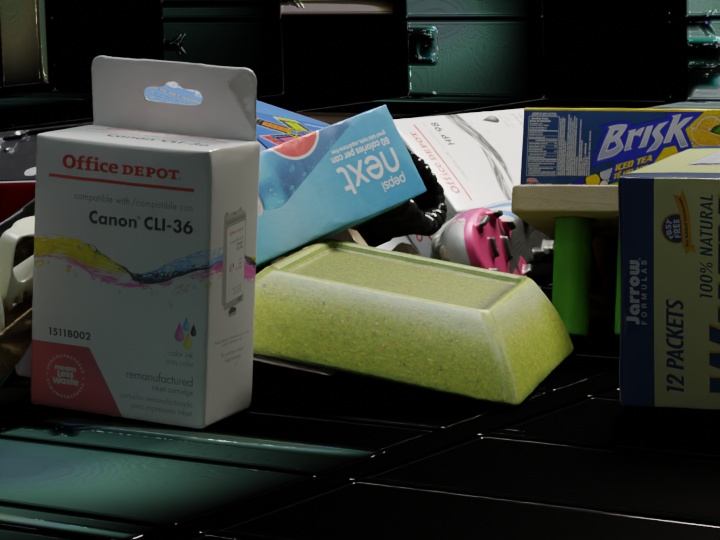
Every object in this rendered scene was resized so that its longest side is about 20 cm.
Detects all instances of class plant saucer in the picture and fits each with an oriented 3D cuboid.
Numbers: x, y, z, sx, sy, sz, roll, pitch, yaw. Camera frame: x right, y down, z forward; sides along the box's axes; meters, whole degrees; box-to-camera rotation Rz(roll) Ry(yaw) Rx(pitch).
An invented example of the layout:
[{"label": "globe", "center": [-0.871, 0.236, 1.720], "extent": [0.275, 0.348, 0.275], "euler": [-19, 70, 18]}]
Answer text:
[{"label": "plant saucer", "center": [0.023, 0.024, 1.558], "extent": [0.200, 0.048, 0.200], "euler": [11, 10, 13]}]

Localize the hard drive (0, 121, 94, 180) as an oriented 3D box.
[{"label": "hard drive", "center": [-0.206, -0.061, 1.832], "extent": [0.200, 0.038, 0.140], "euler": [-7, 31, 14]}]

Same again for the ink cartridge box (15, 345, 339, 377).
[{"label": "ink cartridge box", "center": [-0.091, 0.052, 1.576], "extent": [0.200, 0.057, 0.163], "euler": [16, 13, 16]}]

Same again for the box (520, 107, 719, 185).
[{"label": "box", "center": [0.213, -0.075, 1.722], "extent": [0.200, 0.064, 0.070], "euler": [2, -7, 12]}]

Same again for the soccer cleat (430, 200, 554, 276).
[{"label": "soccer cleat", "center": [0.086, -0.011, 1.908], "extent": [0.086, 0.070, 0.200], "euler": [-16, 1, 19]}]

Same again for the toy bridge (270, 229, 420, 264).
[{"label": "toy bridge", "center": [0.000, 0.000, 1.801], "extent": [0.067, 0.027, 0.200], "euler": [54, 20, 26]}]

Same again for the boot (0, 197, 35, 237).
[{"label": "boot", "center": [-0.245, 0.002, 1.644], "extent": [0.200, 0.069, 0.174], "euler": [-26, 3, -40]}]

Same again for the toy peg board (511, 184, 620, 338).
[{"label": "toy peg board", "center": [0.219, 0.005, 1.711], "extent": [0.200, 0.098, 0.199], "euler": [1, -7, 16]}]

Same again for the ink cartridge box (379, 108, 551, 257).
[{"label": "ink cartridge box", "center": [0.084, -0.067, 2.070], "extent": [0.200, 0.067, 0.116], "euler": [-8, 48, -37]}]

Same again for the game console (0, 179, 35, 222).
[{"label": "game console", "center": [-0.172, -0.015, 1.752], "extent": [0.200, 0.119, 0.172], "euler": [-1, 8, 4]}]

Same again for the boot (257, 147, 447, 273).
[{"label": "boot", "center": [-0.048, -0.043, 1.870], "extent": [0.158, 0.079, 0.211], "euler": [-18, -8, 33]}]

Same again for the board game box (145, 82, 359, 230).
[{"label": "board game box", "center": [-0.082, -0.090, 1.801], "extent": [0.200, 0.019, 0.103], "euler": [19, 35, 6]}]

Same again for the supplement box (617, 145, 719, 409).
[{"label": "supplement box", "center": [0.269, 0.001, 1.479], "extent": [0.200, 0.134, 0.200], "euler": [1, 8, 20]}]

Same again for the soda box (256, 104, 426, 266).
[{"label": "soda box", "center": [-0.051, -0.045, 1.638], "extent": [0.064, 0.068, 0.200], "euler": [-25, -1, 43]}]

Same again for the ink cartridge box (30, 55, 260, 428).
[{"label": "ink cartridge box", "center": [-0.124, -0.019, 1.444], "extent": [0.116, 0.200, 0.067], "euler": [6, 10, 23]}]

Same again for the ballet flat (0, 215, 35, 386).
[{"label": "ballet flat", "center": [-0.210, 0.014, 1.474], "extent": [0.068, 0.072, 0.200], "euler": [23, 41, 25]}]
